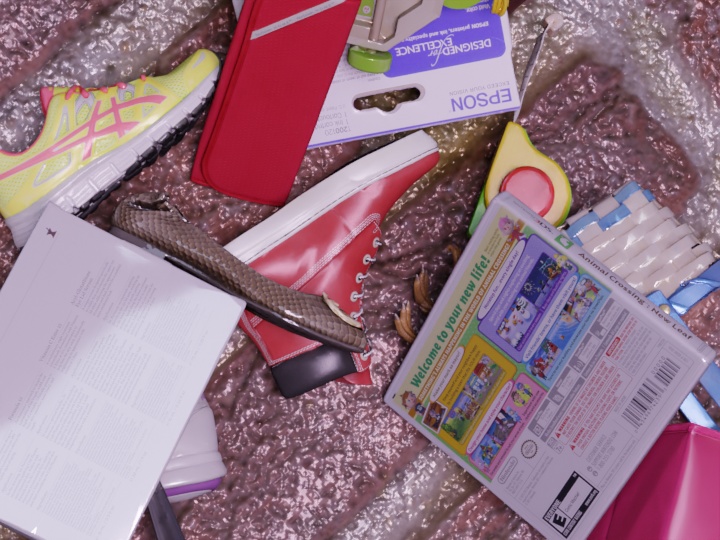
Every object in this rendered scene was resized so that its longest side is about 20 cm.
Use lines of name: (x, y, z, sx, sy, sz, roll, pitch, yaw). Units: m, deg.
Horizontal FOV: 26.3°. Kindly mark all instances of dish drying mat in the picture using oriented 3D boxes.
dish drying mat: (-0.062, -0.126, 1.084, 0.076, 0.201, 0.018, 14, 42, -11)

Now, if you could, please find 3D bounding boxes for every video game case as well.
video game case: (0.125, 0.075, 1.076, 0.182, 0.201, 0.022, 39, 36, 16)

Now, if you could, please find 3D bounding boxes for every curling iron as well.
curling iron: (-0.118, 0.233, 1.068, 0.025, 0.050, 0.202, -8, 105, 11)

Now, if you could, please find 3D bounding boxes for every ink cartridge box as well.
ink cartridge box: (0.005, -0.198, 1.114, 0.196, 0.043, 0.202, -9, 112, 9)

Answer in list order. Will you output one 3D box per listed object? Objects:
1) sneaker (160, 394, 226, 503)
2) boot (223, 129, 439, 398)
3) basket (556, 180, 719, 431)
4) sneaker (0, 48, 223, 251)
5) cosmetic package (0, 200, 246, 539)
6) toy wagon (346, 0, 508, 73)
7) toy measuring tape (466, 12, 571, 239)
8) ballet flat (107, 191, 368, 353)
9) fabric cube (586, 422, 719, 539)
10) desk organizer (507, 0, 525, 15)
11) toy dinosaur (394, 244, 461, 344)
sneaker: (-0.196, 0.121, 1.081, 0.198, 0.075, 0.101, -4, 77, -21)
boot: (0.000, 0.000, 1.136, 0.199, 0.072, 0.145, -35, 92, -6)
basket: (0.216, 0.047, 1.131, 0.139, 0.176, 0.200, -39, 78, -3)
sneaker: (-0.186, -0.106, 1.100, 0.199, 0.078, 0.091, -39, 91, -14)
cosmetic package: (-0.186, 0.078, 1.018, 0.150, 0.052, 0.201, 28, 74, -5)
toy wagon: (0.009, -0.216, 1.061, 0.198, 0.040, 0.157, 12, 116, 0)
toy measuring tape: (0.138, -0.091, 1.171, 0.073, 0.074, 0.202, 21, 87, -10)
ballet flat: (-0.080, 0.000, 1.069, 0.199, 0.067, 0.047, 27, 81, 1)
fabric cube: (0.252, 0.235, 1.100, 0.194, 0.200, 0.201, 18, 78, -10)
desk organizer: (0.027, -0.234, 1.164, 0.198, 0.077, 0.073, 1, 83, -13)
toy dinosaur: (0.083, 0.047, 1.142, 0.105, 0.060, 0.202, 13, 111, 19)
